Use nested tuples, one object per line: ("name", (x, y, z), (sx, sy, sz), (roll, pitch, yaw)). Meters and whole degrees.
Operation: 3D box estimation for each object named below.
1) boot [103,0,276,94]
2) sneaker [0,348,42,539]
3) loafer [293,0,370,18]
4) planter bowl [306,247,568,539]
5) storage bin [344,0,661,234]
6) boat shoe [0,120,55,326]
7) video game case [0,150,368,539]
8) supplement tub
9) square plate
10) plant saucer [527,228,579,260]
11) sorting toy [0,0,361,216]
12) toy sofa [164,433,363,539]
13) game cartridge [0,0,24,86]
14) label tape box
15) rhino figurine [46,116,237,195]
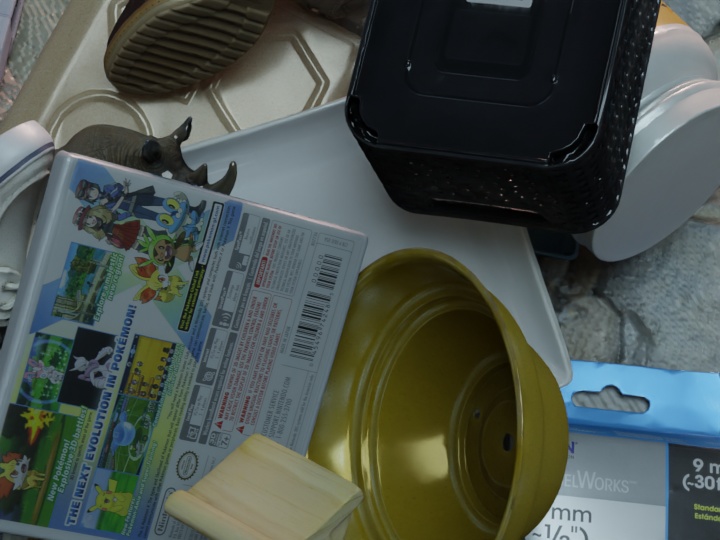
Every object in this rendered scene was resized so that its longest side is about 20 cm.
("boot", (-0.089, -0.215, 1.166), (0.072, 0.200, 0.167), (20, 43, -39))
("sneaker", (-0.192, 0.141, 1.105), (0.088, 0.075, 0.201), (-1, 79, 39))
("loafer", (-0.010, -0.186, 1.193), (0.070, 0.200, 0.070), (20, 94, -11))
("planter bowl", (0.053, 0.092, 1.078), (0.083, 0.200, 0.201), (7, 63, -36))
("storage bin", (0.083, -0.134, 1.072), (0.135, 0.094, 0.201), (8, 72, 18))
("boat shoe", (-0.202, -0.005, 1.093), (0.070, 0.200, 0.071), (48, 46, 6))
("video game case", (-0.103, 0.054, 1.064), (0.182, 0.022, 0.201), (15, 94, -28))
("supplement tub", (0.121, -0.116, 1.186), (0.144, 0.145, 0.200), (-32, 64, -18))
("square plate", (0.000, 0.000, 1.149), (0.199, 0.028, 0.199), (-18, 94, 2))
("plant saucer", (0.039, -0.053, 1.235), (0.199, 0.019, 0.070), (10, 66, -1))
("sorting toy", (-0.105, -0.092, 1.203), (0.200, 0.036, 0.185), (28, 86, 9))
("toy sofa", (-0.035, 0.192, 1.020), (0.098, 0.200, 0.083), (-40, 41, -26))
("game cartridge", (-0.271, -0.214, 1.256), (0.133, 0.041, 0.200), (8, 66, 1))
("label tape box", (0.147, 0.138, 1.143), (0.143, 0.066, 0.201), (7, 68, -4))
("rhino figurine", (-0.146, -0.037, 1.123), (0.060, 0.200, 0.088), (-27, 101, -52))
